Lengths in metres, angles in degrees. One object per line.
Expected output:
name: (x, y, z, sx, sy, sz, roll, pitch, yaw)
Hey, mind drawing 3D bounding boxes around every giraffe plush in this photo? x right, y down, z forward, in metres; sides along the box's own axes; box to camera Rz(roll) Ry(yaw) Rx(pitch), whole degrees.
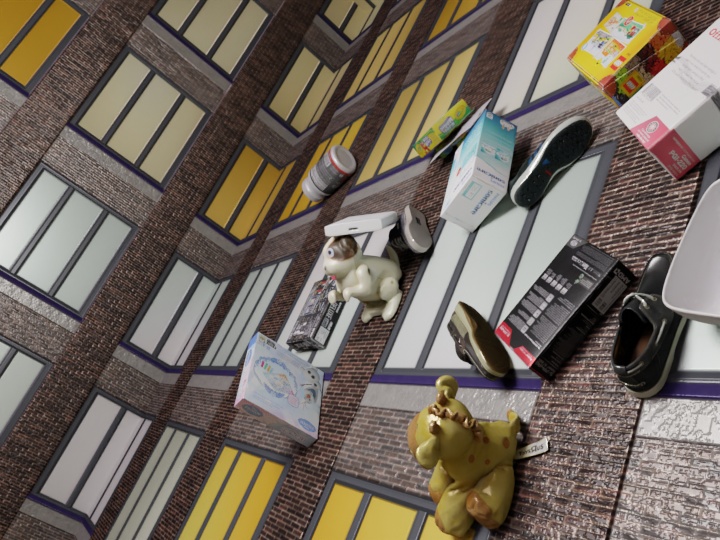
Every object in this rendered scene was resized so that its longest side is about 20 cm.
giraffe plush: (0.134, 0.248, 0.894, 0.200, 0.161, 0.174, -45, 24, 24)

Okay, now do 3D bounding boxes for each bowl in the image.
bowl: (0.462, -0.017, 0.712, 0.202, 0.074, 0.199, -61, 22, -13)

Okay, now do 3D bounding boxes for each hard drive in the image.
hard drive: (0.006, -0.109, 1.478, 0.129, 0.027, 0.200, -6, 8, 14)

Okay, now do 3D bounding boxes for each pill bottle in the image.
pill bottle: (-0.115, -0.339, 2.272, 0.199, 0.115, 0.117, -38, 27, 36)

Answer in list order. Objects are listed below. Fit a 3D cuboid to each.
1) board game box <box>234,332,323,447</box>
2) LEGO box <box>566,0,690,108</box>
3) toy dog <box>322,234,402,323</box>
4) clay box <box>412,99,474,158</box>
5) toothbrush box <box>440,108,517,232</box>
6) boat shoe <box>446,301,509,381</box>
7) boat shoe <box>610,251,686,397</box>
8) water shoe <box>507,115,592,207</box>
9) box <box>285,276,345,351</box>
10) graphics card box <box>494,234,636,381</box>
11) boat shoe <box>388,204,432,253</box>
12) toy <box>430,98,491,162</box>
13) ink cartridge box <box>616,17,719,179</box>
board game box: (-0.177, 0.267, 1.450, 0.043, 0.198, 0.201, -43, 24, 28)
LEGO box: (0.487, -0.398, 1.180, 0.149, 0.077, 0.202, -45, 25, 23)
toy dog: (0.000, 0.000, 1.460, 0.197, 0.199, 0.139, -60, 24, -13)
clay box: (0.210, -0.363, 1.638, 0.115, 0.048, 0.200, -44, 3, -12)
toothbrush box: (0.249, -0.208, 1.346, 0.147, 0.084, 0.203, 125, 165, -54)
boat shoe: (0.193, 0.128, 1.077, 0.066, 0.072, 0.201, -58, 17, 20)
boat shoe: (0.367, 0.055, 0.817, 0.071, 0.067, 0.203, -18, 42, 58)
water shoe: (0.349, -0.215, 1.217, 0.201, 0.071, 0.079, -49, 21, 14)
box: (-0.110, 0.115, 1.722, 0.157, 0.049, 0.203, -19, 42, 56)
graphics card box: (0.303, 0.053, 0.969, 0.201, 0.050, 0.126, -54, 22, 8)
boat shoe: (0.113, -0.073, 1.518, 0.093, 0.074, 0.201, -52, 14, 24)
toy: (0.256, -0.332, 1.590, 0.116, 0.047, 0.199, -54, 12, -27)
ink cartridge box: (0.502, -0.257, 0.948, 0.200, 0.084, 0.147, -46, 24, 27)
